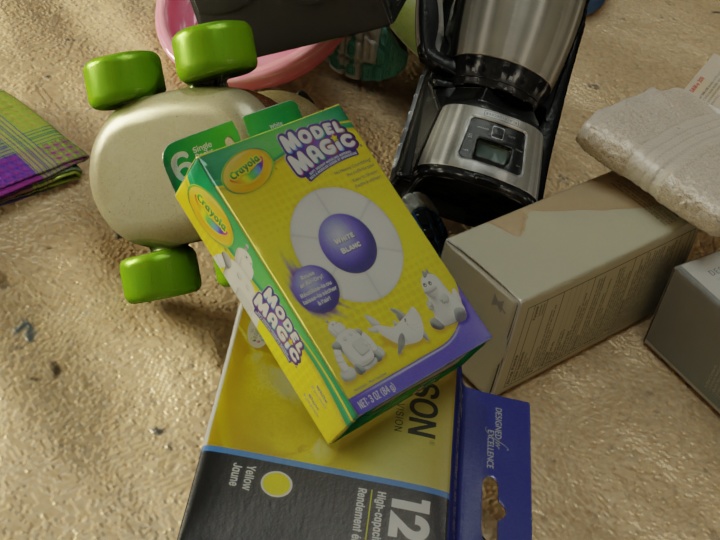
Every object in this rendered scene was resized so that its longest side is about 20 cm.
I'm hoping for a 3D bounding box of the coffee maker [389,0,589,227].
[{"bbox_3d":[0.108,-0.136,0.972,0.133,0.192,0.203,15,82,17],"label":"coffee maker"}]

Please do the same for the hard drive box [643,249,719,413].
[{"bbox_3d":[0.331,0.065,0.885,0.154,0.078,0.200,-16,48,-31],"label":"hard drive box"}]

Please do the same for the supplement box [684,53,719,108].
[{"bbox_3d":[0.370,-0.101,1.093,0.198,0.074,0.126,29,43,18],"label":"supplement box"}]

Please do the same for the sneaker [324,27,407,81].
[{"bbox_3d":[-0.019,-0.249,1.167,0.199,0.078,0.091,40,41,26],"label":"sneaker"}]

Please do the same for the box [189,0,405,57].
[{"bbox_3d":[-0.038,-0.258,0.929,0.146,0.126,0.201,-9,28,20],"label":"box"}]

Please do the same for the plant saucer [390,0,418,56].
[{"bbox_3d":[0.106,-0.223,1.149,0.198,0.031,0.201,24,33,-17],"label":"plant saucer"}]

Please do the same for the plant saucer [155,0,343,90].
[{"bbox_3d":[-0.083,-0.238,1.093,0.197,0.051,0.203,-8,61,15],"label":"plant saucer"}]

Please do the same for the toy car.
[{"bbox_3d":[-0.079,-0.078,0.888,0.156,0.167,0.199,-10,2,30],"label":"toy car"}]

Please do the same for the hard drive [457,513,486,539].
[{"bbox_3d":[-0.019,0.182,0.687,0.198,0.033,0.139,-23,51,-35],"label":"hard drive"}]

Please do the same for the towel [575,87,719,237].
[{"bbox_3d":[0.260,-0.090,0.954,0.132,0.035,0.199,37,32,20],"label":"towel"}]

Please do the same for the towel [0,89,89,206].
[{"bbox_3d":[-0.322,-0.079,0.922,0.143,0.023,0.199,36,44,26],"label":"towel"}]

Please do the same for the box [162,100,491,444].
[{"bbox_3d":[-0.022,-0.014,0.730,0.117,0.048,0.201,-26,75,-37],"label":"box"}]

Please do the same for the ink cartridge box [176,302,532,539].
[{"bbox_3d":[0.007,0.113,0.715,0.197,0.047,0.199,9,39,0],"label":"ink cartridge box"}]

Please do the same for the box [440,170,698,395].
[{"bbox_3d":[0.147,0.003,0.896,0.198,0.096,0.078,-21,49,-36],"label":"box"}]

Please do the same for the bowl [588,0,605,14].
[{"bbox_3d":[0.181,-0.336,1.347,0.197,0.040,0.202,8,39,-7],"label":"bowl"}]

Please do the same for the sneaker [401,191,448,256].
[{"bbox_3d":[0.000,0.000,0.882,0.086,0.076,0.199,-18,6,31],"label":"sneaker"}]
